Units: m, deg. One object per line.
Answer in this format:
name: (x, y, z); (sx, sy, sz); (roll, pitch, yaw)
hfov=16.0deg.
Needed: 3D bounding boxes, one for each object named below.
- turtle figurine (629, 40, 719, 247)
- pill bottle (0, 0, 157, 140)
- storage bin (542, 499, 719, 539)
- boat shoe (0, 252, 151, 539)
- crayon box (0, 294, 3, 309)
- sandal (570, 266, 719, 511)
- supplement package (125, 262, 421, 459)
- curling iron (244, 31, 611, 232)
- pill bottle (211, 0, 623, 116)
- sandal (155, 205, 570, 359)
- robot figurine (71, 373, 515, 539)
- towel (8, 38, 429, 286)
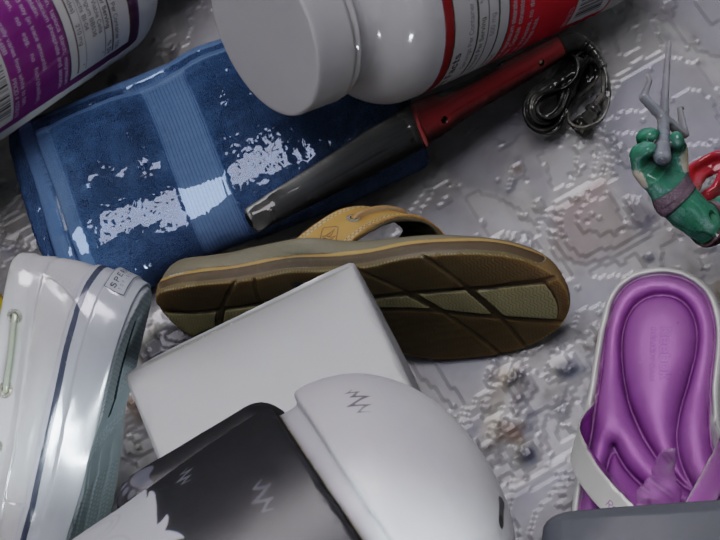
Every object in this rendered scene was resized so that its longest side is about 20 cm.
turtle figurine: (0.201, -0.019, 1.144); (0.149, 0.101, 0.201); (-10, 55, 3)
pill bottle: (-0.174, -0.137, 1.283); (0.112, 0.113, 0.200); (32, 53, 27)
storage bin: (0.115, 0.182, 1.001); (0.145, 0.200, 0.135); (-6, 60, 12)
boat shoe: (-0.147, 0.083, 1.152); (0.067, 0.074, 0.201); (19, 107, 9)
crayon box: (-0.224, 0.053, 1.248); (0.127, 0.051, 0.200); (-34, 58, -6)
sandal: (0.129, 0.087, 1.136); (0.082, 0.050, 0.203); (-8, 61, 11)
supplement package: (-0.005, 0.122, 1.114); (0.117, 0.117, 0.200); (-26, 60, 1)
curling iron: (0.036, -0.063, 1.223); (0.199, 0.026, 0.050); (-22, 83, -17)
pill bottle: (0.033, -0.147, 1.215); (0.200, 0.113, 0.112); (-26, 55, -29)
sandal: (0.000, 0.000, 1.207); (0.199, 0.080, 0.054); (-2, 53, 19)
robot figurine: (-0.035, 0.127, 0.983); (0.200, 0.125, 0.151); (-34, 83, -3)
towel: (-0.071, -0.062, 1.272); (0.199, 0.049, 0.112); (-22, 60, 2)
